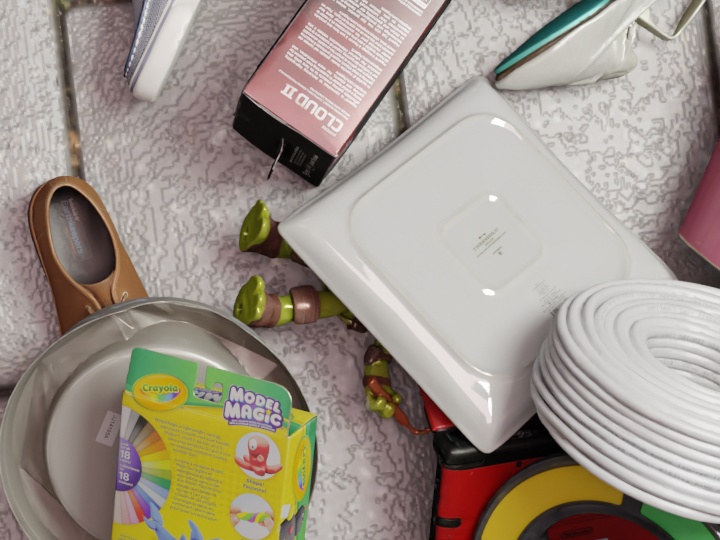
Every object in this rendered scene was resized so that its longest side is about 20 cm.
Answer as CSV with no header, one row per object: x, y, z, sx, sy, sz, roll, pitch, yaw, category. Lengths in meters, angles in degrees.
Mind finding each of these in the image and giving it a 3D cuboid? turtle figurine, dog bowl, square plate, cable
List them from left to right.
-0.127,0.108,1.439,0.199,0.059,0.201,-1,108,-4,dog bowl
0.000,0.000,1.492,0.161,0.064,0.201,11,85,-22,turtle figurine
0.082,-0.013,1.459,0.200,0.028,0.198,-38,79,-29,square plate
0.204,0.077,1.369,0.199,0.200,0.069,10,116,-17,cable

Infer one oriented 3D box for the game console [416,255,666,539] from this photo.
0.124,0.099,1.494,0.199,0.119,0.173,-8,123,-19,game console

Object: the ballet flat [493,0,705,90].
0.181,-0.171,1.530,0.200,0.069,0.069,-41,90,-11,ballet flat

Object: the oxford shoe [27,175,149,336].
-0.164,0.033,1.472,0.071,0.071,0.200,-26,92,-9,oxford shoe

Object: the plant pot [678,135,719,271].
0.310,-0.058,1.479,0.200,0.200,0.179,35,99,-2,plant pot

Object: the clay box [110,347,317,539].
-0.091,0.147,1.377,0.115,0.048,0.201,14,109,21,clay box

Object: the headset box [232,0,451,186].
-0.006,-0.146,1.463,0.077,0.149,0.200,34,82,-2,headset box

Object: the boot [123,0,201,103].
-0.140,-0.214,1.496,0.090,0.073,0.201,20,74,-5,boot

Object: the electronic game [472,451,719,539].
0.156,0.205,1.396,0.199,0.042,0.201,11,112,30,electronic game
